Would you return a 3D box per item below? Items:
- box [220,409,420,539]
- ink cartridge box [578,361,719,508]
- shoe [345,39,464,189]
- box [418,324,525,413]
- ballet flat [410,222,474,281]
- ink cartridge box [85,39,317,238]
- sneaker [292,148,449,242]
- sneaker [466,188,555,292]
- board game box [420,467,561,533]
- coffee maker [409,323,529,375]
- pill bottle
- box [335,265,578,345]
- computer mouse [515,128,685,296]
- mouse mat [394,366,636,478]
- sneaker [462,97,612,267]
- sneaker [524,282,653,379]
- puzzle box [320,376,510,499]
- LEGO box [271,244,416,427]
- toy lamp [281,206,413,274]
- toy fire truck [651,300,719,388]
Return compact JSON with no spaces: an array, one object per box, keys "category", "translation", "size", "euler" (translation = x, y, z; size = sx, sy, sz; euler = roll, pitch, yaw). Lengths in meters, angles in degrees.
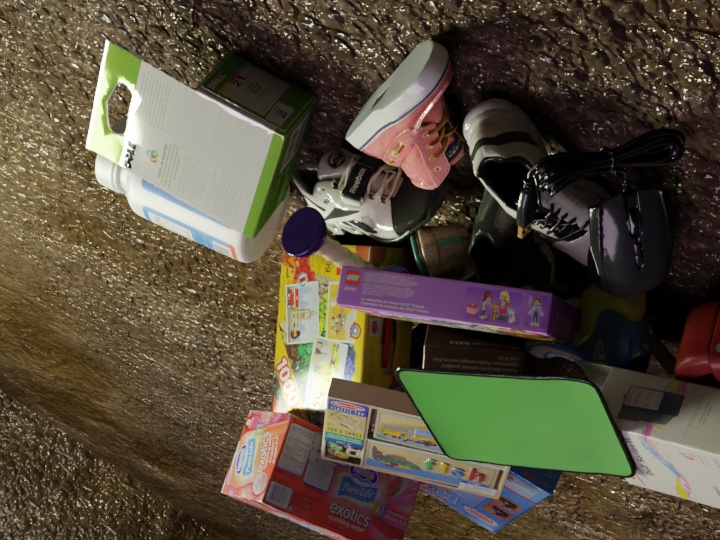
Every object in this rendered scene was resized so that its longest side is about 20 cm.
[{"category":"box","translation":[-0.041,0.238,1.493],"size":[0.199,0.103,0.094],"euler":[28,164,-32]},{"category":"ink cartridge box","translation":[0.286,0.154,1.213],"size":[0.199,0.068,0.117],"euler":[10,150,45]},{"category":"shoe","translation":[0.059,-0.132,1.164],"size":[0.091,0.072,0.200],"euler":[33,162,-9]},{"category":"box","translation":[0.114,0.083,1.353],"size":[0.099,0.076,0.200],"euler":[4,-165,4]},{"category":"ballet flat","translation":[0.090,-0.010,1.353],"size":[0.200,0.067,0.069],"euler":[53,-160,-85]},{"category":"ink cartridge box","translation":[-0.161,-0.145,1.323],"size":[0.199,0.076,0.148],"euler":[29,134,5]},{"category":"sneaker","translation":[0.001,-0.080,1.320],"size":[0.199,0.074,0.088],"euler":[-1,143,51]},{"category":"sneaker","translation":[0.139,-0.011,1.275],"size":[0.066,0.091,0.201],"euler":[20,155,24]},{"category":"board game box","translation":[0.123,0.224,1.496],"size":[0.151,0.037,0.200],"euler":[31,153,1]},{"category":"coffee maker","translation":[0.105,0.137,1.556],"size":[0.191,0.135,0.201],"euler":[20,154,24]},{"category":"pill bottle","translation":[-0.187,-0.096,1.464],"size":[0.199,0.113,0.112],"euler":[24,156,14]},{"category":"box","translation":[0.092,0.033,1.238],"size":[0.198,0.039,0.137],"euler":[8,175,20]},{"category":"computer mouse","translation":[0.200,-0.027,1.110],"size":[0.139,0.046,0.201],"euler":[-11,141,-3]},{"category":"mouse mat","translation":[0.143,0.140,1.223],"size":[0.198,0.008,0.161],"euler":[1,142,29]},{"category":"sneaker","translation":[0.159,-0.057,1.152],"size":[0.200,0.080,0.074],"euler":[39,123,-23]},{"category":"sneaker","translation":[0.226,0.079,1.321],"size":[0.200,0.075,0.106],"euler":[129,126,-65]},{"category":"puzzle box","translation":[0.060,0.174,1.366],"size":[0.198,0.026,0.134],"euler":[12,143,4]},{"category":"LEGO box","translation":[-0.020,0.072,1.486],"size":[0.077,0.202,0.148],"euler":[3,180,-44]},{"category":"toy lamp","translation":[0.000,0.000,1.352],"size":[0.058,0.059,0.200],"euler":[6,163,43]},{"category":"toy fire truck","translation":[0.335,0.091,1.243],"size":[0.199,0.129,0.176],"euler":[-4,140,37]}]
